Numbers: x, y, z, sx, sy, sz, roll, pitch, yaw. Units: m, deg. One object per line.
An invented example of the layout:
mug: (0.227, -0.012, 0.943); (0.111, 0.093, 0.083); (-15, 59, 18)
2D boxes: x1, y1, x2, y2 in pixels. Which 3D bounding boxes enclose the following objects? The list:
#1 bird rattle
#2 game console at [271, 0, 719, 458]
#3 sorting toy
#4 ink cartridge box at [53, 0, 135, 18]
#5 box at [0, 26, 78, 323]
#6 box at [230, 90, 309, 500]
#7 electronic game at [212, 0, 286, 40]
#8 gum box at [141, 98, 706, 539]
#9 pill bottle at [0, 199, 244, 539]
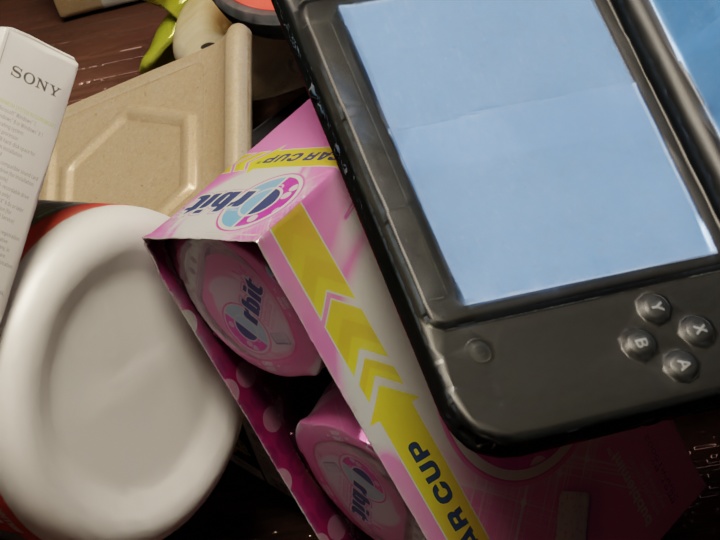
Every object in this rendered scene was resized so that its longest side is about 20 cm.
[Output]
bird rattle: (-0.019, -0.133, 1.051); (0.199, 0.113, 0.163); (-15, 36, 9)
game console: (0.083, -0.070, 0.665); (0.172, 0.119, 0.200); (-11, 61, -20)
sorting toy: (-0.118, 0.011, 0.907); (0.200, 0.036, 0.186); (-23, 49, 26)
ink cartridge box: (-0.080, -0.230, 1.239); (0.199, 0.075, 0.165); (-12, 39, 7)
box: (-0.175, 0.018, 0.720); (0.144, 0.036, 0.201); (6, 75, 41)
box: (0.000, 0.000, 0.940); (0.200, 0.050, 0.198); (-37, 42, -25)
electronic game: (0.014, -0.177, 0.953); (0.200, 0.042, 0.200); (-25, 40, 23)
gum box: (0.029, 0.038, 0.761); (0.066, 0.200, 0.113); (0, 36, 51)
pill bottle: (-0.146, 0.031, 0.794); (0.200, 0.116, 0.116); (4, 41, 41)
